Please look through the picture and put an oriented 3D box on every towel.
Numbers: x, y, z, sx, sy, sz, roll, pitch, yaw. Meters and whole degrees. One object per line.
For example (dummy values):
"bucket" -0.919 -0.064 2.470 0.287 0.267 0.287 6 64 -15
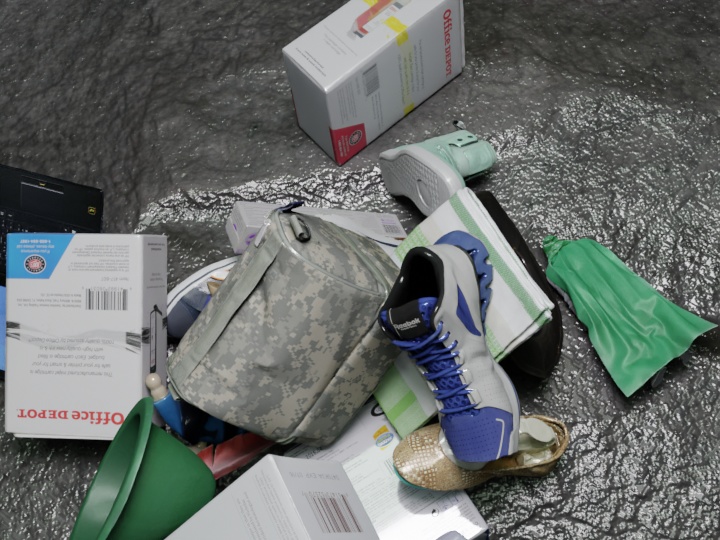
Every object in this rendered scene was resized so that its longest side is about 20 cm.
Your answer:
"towel" 0.071 0.042 1.016 0.200 0.031 0.150 -45 64 27

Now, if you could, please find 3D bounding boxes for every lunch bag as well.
"lunch bag" -0.064 0.048 0.984 0.201 0.167 0.140 -52 53 18

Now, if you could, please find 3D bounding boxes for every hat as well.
"hat" -0.150 0.219 1.004 0.175 0.166 0.201 26 98 -18
"hat" 0.127 0.024 1.109 0.080 0.200 0.203 -23 57 30

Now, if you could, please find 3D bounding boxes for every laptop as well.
"laptop" -0.382 0.000 1.183 0.175 0.202 0.103 14 23 12

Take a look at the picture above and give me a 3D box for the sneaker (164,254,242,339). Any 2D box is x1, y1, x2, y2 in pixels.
"sneaker" -0.115 0.030 1.157 0.198 0.079 0.080 -27 53 -10

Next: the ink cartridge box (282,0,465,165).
"ink cartridge box" 0.019 -0.239 1.251 0.199 0.146 0.083 -38 64 -15

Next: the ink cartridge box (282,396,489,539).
"ink cartridge box" 0.016 0.208 1.055 0.136 0.077 0.201 -29 65 -11

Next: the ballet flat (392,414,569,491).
"ballet flat" 0.119 0.161 1.021 0.198 0.065 0.071 -1 53 -39

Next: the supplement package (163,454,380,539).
"supplement package" -0.094 0.268 0.966 0.200 0.117 0.118 -40 62 18

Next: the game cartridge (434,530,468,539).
"game cartridge" 0.062 0.338 0.961 0.133 0.040 0.201 39 81 -11

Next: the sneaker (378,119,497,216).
"sneaker" 0.100 -0.115 1.169 0.117 0.075 0.200 -19 17 -11

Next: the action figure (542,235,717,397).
"action figure" 0.257 0.030 1.139 0.118 0.055 0.200 -33 58 -10

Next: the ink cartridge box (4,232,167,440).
"ink cartridge box" -0.276 0.064 1.107 0.144 0.084 0.203 1 91 9

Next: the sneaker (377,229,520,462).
"sneaker" 0.066 0.066 0.929 0.080 0.115 0.202 -14 83 36

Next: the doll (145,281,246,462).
"doll" -0.150 0.115 1.095 0.048 0.135 0.202 20 99 55

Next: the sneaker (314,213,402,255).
"sneaker" 0.000 0.000 1.109 0.198 0.077 0.081 8 30 -32

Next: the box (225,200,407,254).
"box" -0.043 -0.040 1.151 0.198 0.039 0.042 2 42 -33
